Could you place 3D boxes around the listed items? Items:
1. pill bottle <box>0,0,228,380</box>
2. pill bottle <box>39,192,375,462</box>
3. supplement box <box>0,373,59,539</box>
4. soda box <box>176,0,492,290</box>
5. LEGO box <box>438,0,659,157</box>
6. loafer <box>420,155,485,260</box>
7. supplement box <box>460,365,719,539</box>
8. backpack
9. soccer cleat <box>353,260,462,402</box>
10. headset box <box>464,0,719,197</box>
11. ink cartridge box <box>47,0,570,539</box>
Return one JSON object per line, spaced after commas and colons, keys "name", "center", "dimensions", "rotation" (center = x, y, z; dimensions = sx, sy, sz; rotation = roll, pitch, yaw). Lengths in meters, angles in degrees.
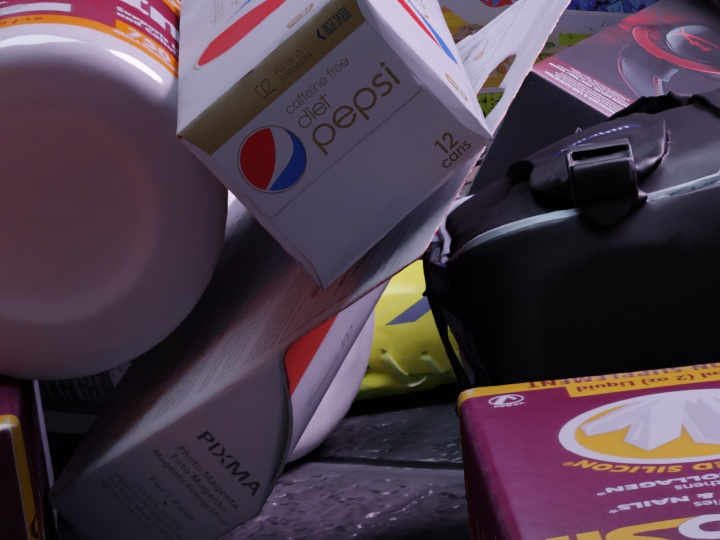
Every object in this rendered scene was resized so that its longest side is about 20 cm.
{"name": "pill bottle", "center": [-0.103, -0.047, 0.989], "dimensions": [0.113, 0.113, 0.200], "rotation": [-8, 19, -3]}
{"name": "pill bottle", "center": [-0.103, 0.012, 1.135], "dimensions": [0.199, 0.117, 0.116], "rotation": [3, 16, 37]}
{"name": "supplement box", "center": [-0.157, 0.072, 0.968], "dimensions": [0.110, 0.086, 0.200], "rotation": [-8, 13, -4]}
{"name": "soda box", "center": [-0.012, -0.064, 0.913], "dimensions": [0.068, 0.064, 0.200], "rotation": [-41, 15, 9]}
{"name": "LEGO box", "center": [0.086, -0.076, 1.338], "dimensions": [0.199, 0.150, 0.077], "rotation": [-3, 13, 21]}
{"name": "loafer", "center": [0.032, -0.004, 1.272], "dimensions": [0.199, 0.072, 0.063], "rotation": [-5, 28, 38]}
{"name": "supplement box", "center": [0.089, 0.088, 0.721], "dimensions": [0.110, 0.086, 0.200], "rotation": [-7, 13, -2]}
{"name": "backpack", "center": [0.111, 0.012, 0.922], "dimensions": [0.177, 0.151, 0.200], "rotation": [-14, 11, -2]}
{"name": "soccer cleat", "center": [0.025, 0.026, 1.169], "dimensions": [0.199, 0.065, 0.084], "rotation": [3, 46, 25]}
{"name": "headset box", "center": [0.138, -0.026, 1.116], "dimensions": [0.148, 0.075, 0.200], "rotation": [32, 26, 15]}
{"name": "ink cartridge box", "center": [0.000, 0.000, 0.934], "dimensions": [0.200, 0.057, 0.163], "rotation": [-28, 23, 43]}
